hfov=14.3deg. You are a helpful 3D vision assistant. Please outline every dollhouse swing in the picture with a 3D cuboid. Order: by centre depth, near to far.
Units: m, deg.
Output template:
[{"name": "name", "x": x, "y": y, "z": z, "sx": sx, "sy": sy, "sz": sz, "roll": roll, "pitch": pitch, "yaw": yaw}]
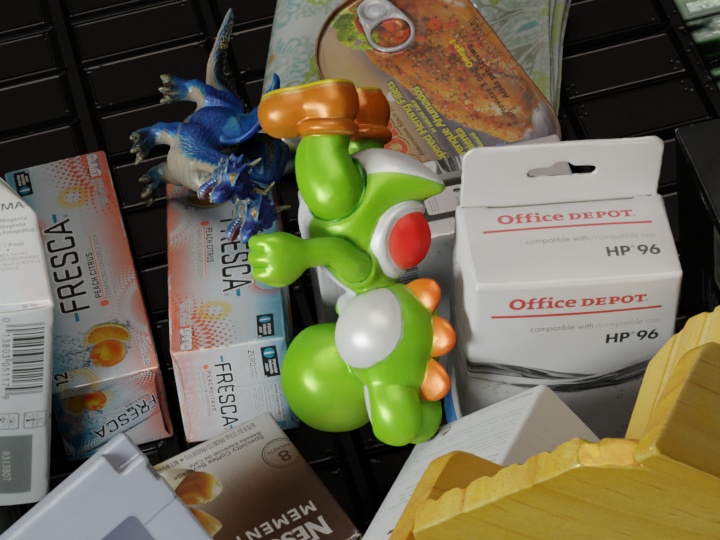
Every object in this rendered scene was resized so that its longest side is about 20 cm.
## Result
[{"name": "dollhouse swing", "x": 0.141, "y": 0.059, "z": 1.401, "sx": 0.181, "sy": 0.200, "sz": 0.177, "roll": 23, "pitch": 60, "yaw": -30}]

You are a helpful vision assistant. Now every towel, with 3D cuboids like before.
[{"name": "towel", "x": 0.036, "y": -0.134, "z": 1.882, "sx": 0.199, "sy": 0.048, "sz": 0.172, "roll": 0, "pitch": 45, "yaw": 8}]

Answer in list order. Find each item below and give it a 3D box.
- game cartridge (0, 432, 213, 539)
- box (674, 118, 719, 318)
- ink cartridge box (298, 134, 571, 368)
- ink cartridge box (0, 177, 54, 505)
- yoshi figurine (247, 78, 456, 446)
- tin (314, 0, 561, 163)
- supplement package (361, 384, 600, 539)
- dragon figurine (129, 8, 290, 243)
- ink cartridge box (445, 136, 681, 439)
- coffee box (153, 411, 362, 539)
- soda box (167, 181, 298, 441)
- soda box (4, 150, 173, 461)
[{"name": "game cartridge", "x": -0.110, "y": 0.201, "z": 1.482, "sx": 0.133, "sy": 0.200, "sz": 0.042, "roll": -39, "pitch": 10, "yaw": -10}, {"name": "box", "x": 0.294, "y": -0.013, "z": 1.654, "sx": 0.199, "sy": 0.149, "sz": 0.125, "roll": -13, "pitch": 44, "yaw": -5}, {"name": "ink cartridge box", "x": 0.071, "y": -0.007, "z": 1.703, "sx": 0.199, "sy": 0.116, "sz": 0.068, "roll": -12, "pitch": 46, "yaw": -4}, {"name": "ink cartridge box", "x": -0.213, "y": 0.011, "z": 1.689, "sx": 0.057, "sy": 0.163, "sz": 0.201, "roll": -1, "pitch": 44, "yaw": -8}, {"name": "yoshi figurine", "x": -0.015, "y": 0.004, "z": 1.577, "sx": 0.112, "sy": 0.112, "sz": 0.201, "roll": -9, "pitch": 80, "yaw": -19}, {"name": "tin", "x": 0.048, "y": -0.101, "z": 1.797, "sx": 0.112, "sy": 0.042, "sz": 0.200, "roll": -23, "pitch": 55, "yaw": -15}, {"name": "supplement package", "x": 0.060, "y": 0.178, "z": 1.497, "sx": 0.109, "sy": 0.114, "sz": 0.200, "roll": -27, "pitch": 25, "yaw": 48}, {"name": "dragon figurine", "x": -0.074, "y": -0.083, "z": 1.726, "sx": 0.099, "sy": 0.059, "sz": 0.200, "roll": 3, "pitch": 35, "yaw": 18}, {"name": "ink cartridge box", "x": 0.111, "y": 0.025, "z": 1.587, "sx": 0.115, "sy": 0.201, "sz": 0.068, "roll": -4, "pitch": 44, "yaw": -6}, {"name": "coffee box", "x": -0.107, "y": 0.176, "z": 1.571, "sx": 0.199, "sy": 0.080, "sz": 0.114, "roll": -24, "pitch": 47, "yaw": -16}, {"name": "soda box", "x": -0.077, "y": 0.016, "z": 1.701, "sx": 0.068, "sy": 0.064, "sz": 0.200, "roll": -8, "pitch": 33, "yaw": 1}, {"name": "soda box", "x": -0.166, "y": 0.020, "z": 1.747, "sx": 0.068, "sy": 0.064, "sz": 0.200, "roll": -13, "pitch": 44, "yaw": -5}]
